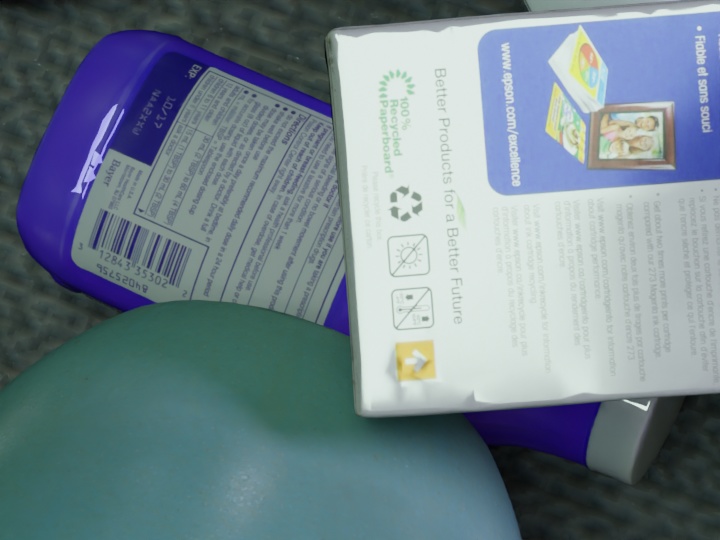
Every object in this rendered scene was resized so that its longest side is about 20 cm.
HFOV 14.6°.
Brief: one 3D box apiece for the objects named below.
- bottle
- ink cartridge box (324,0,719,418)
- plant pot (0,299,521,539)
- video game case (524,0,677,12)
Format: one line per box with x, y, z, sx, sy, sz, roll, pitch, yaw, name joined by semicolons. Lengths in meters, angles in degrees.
0.000;0.000;0.817;0.199;0.065;0.084;24;86;16;bottle
0.093;-0.018;0.683;0.198;0.037;0.095;-5;88;4;ink cartridge box
-0.042;0.107;0.742;0.199;0.201;0.162;12;57;15;plant pot
0.054;-0.185;0.738;0.045;0.182;0.201;-12;36;27;video game case
